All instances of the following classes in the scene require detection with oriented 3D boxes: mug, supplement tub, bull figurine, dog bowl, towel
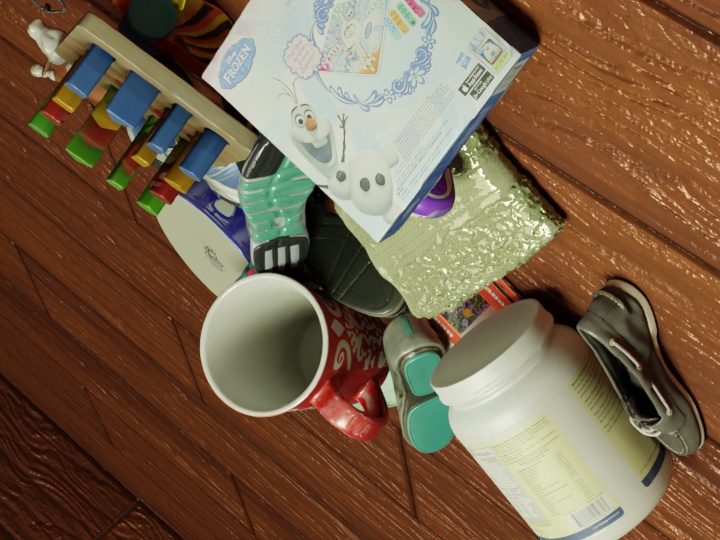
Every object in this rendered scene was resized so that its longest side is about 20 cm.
[{"bbox_3d":[-0.048,0.098,1.651,0.200,0.133,0.178,13,-124,-68],"label":"mug"},{"bbox_3d":[0.171,0.140,1.511,0.200,0.145,0.145,51,160,-12],"label":"supplement tub"},{"bbox_3d":[-0.276,-0.212,1.778,0.200,0.065,0.121,20,-179,-35],"label":"bull figurine"},{"bbox_3d":[-0.142,-0.039,1.909,0.200,0.079,0.200,40,159,19],"label":"dog bowl"},{"bbox_3d":[0.072,-0.043,1.443,0.148,0.036,0.200,49,137,-6],"label":"towel"}]

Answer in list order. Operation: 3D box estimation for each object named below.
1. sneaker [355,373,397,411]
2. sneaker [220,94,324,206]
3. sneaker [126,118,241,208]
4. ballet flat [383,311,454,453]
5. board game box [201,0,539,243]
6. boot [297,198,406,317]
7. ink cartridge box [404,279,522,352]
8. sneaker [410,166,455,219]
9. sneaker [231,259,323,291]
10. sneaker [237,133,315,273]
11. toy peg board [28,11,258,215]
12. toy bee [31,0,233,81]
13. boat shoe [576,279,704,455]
[{"bbox_3d":[0.047,0.146,1.870,0.118,0.074,0.200,50,158,10],"label":"sneaker"},{"bbox_3d":[-0.093,-0.117,1.704,0.088,0.076,0.200,47,158,35],"label":"sneaker"},{"bbox_3d":[-0.172,-0.140,1.810,0.200,0.076,0.077,23,144,29],"label":"sneaker"},{"bbox_3d":[0.062,0.108,1.675,0.200,0.067,0.064,78,170,-54],"label":"ballet flat"},{"bbox_3d":[0.003,-0.160,1.287,0.199,0.043,0.200,43,122,9],"label":"board game box"},{"bbox_3d":[0.000,-0.002,1.653,0.204,0.073,0.154,34,180,36],"label":"boot"},{"bbox_3d":[0.100,0.054,1.635,0.109,0.050,0.200,46,161,4],"label":"ink cartridge box"},{"bbox_3d":[0.030,-0.140,1.340,0.100,0.070,0.200,-36,79,49],"label":"sneaker"},{"bbox_3d":[-0.061,0.017,1.808,0.084,0.200,0.121,47,123,29],"label":"sneaker"},{"bbox_3d":[-0.085,-0.086,1.535,0.200,0.074,0.088,101,155,-52],"label":"sneaker"},{"bbox_3d":[-0.218,-0.136,1.607,0.200,0.098,0.199,36,171,-14],"label":"toy peg board"},{"bbox_3d":[-0.196,-0.265,1.601,0.200,0.109,0.131,31,162,-34],"label":"toy bee"},{"bbox_3d":[0.234,0.095,1.432,0.067,0.057,0.200,21,148,50],"label":"boat shoe"}]
